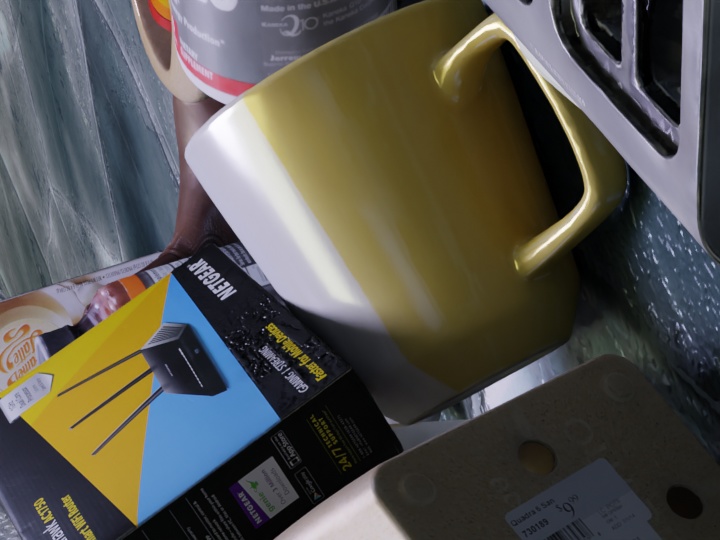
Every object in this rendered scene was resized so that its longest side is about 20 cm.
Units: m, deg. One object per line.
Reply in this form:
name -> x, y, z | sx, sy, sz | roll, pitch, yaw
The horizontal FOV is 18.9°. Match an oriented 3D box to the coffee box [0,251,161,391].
coffee box -> -0.258, 0.066, 1.941 | 0.080, 0.199, 0.115 | 170, 83, -76

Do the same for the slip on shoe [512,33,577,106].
slip on shoe -> 0.107, -0.071, 0.727 | 0.062, 0.074, 0.200 | -64, 24, 17

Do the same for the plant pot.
plant pot -> 0.065, 0.153, 0.841 | 0.200, 0.199, 0.177 | 52, 143, 22

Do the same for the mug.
mug -> 0.023, -0.022, 0.933 | 0.154, 0.149, 0.187 | 63, 171, 6

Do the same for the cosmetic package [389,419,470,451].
cosmetic package -> -0.002, 0.132, 1.033 | 0.071, 0.199, 0.106 | -137, 51, -62

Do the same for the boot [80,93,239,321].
boot -> -0.129, -0.012, 1.387 | 0.064, 0.200, 0.187 | -1, 119, 40

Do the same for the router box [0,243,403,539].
router box -> -0.084, 0.072, 0.938 | 0.051, 0.149, 0.200 | 58, 171, -24

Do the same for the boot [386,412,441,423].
boot -> 0.002, 0.000, 1.160 | 0.182, 0.072, 0.202 | -109, 12, -76

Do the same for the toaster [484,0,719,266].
toaster -> 0.100, -0.123, 0.565 | 0.181, 0.118, 0.201 | -125, 23, -47

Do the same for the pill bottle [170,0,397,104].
pill bottle -> -0.040, -0.184, 1.022 | 0.201, 0.113, 0.114 | 87, 159, -44

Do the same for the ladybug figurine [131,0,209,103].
ladybug figurine -> -0.095, -0.182, 1.310 | 0.200, 0.071, 0.137 | 109, 142, -67

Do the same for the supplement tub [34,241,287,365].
supplement tub -> -0.090, 0.043, 1.293 | 0.107, 0.199, 0.108 | 162, 90, -76
